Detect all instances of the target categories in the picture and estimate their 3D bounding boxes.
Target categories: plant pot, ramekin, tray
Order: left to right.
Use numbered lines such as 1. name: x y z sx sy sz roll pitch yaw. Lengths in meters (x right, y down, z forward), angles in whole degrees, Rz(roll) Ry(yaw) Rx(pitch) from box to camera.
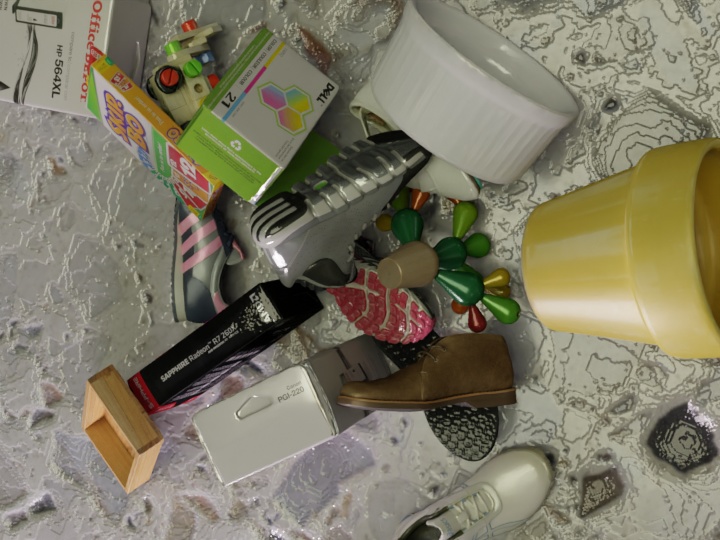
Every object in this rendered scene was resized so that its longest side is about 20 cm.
1. tray: -0.268 0.181 1.398 0.037 0.200 0.099 -33 80 -24
2. ramekin: 0.107 -0.174 1.228 0.200 0.200 0.098 40 114 13
3. plant pot: 0.265 -0.014 1.192 0.188 0.200 0.202 -7 92 36

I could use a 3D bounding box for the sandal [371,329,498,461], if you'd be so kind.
1. sandal: 0.085 0.114 1.334 0.075 0.048 0.201 -36 67 4

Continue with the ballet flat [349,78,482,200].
1. ballet flat: 0.051 -0.125 1.285 0.069 0.069 0.200 -49 52 16

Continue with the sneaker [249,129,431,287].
1. sneaker: -0.008 -0.050 1.233 0.199 0.075 0.116 -30 126 -11

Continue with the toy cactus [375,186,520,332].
1. toy cactus: 0.071 -0.011 1.274 0.102 0.165 0.201 -42 74 38

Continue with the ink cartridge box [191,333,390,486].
1. ink cartridge box: -0.063 0.141 1.305 0.145 0.200 0.085 -27 85 20

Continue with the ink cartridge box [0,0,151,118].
1. ink cartridge box: -0.356 -0.261 1.443 0.199 0.084 0.147 12 98 19

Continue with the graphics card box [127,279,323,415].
1. graphics card box: -0.147 0.081 1.371 0.200 0.125 0.051 -34 82 19

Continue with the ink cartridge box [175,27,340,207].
1. ink cartridge box: -0.065 -0.129 1.280 0.200 0.148 0.076 37 137 -8

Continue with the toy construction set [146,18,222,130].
1. toy construction set: -0.157 -0.187 1.361 0.131 0.092 0.201 -27 82 -25

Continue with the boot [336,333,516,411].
1. boot: 0.064 0.102 1.234 0.074 0.199 0.076 0 93 61

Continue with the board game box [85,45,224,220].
1. board game box: -0.226 -0.146 1.331 0.200 0.096 0.030 47 65 4

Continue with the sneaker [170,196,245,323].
1. sneaker: -0.170 -0.041 1.412 0.081 0.070 0.201 2 95 -2

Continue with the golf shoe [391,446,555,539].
1. golf shoe: 0.115 0.258 1.305 0.200 0.097 0.078 -38 79 17

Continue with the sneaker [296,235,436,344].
1. sneaker: 0.000 0.000 1.333 0.200 0.075 0.081 36 132 14
